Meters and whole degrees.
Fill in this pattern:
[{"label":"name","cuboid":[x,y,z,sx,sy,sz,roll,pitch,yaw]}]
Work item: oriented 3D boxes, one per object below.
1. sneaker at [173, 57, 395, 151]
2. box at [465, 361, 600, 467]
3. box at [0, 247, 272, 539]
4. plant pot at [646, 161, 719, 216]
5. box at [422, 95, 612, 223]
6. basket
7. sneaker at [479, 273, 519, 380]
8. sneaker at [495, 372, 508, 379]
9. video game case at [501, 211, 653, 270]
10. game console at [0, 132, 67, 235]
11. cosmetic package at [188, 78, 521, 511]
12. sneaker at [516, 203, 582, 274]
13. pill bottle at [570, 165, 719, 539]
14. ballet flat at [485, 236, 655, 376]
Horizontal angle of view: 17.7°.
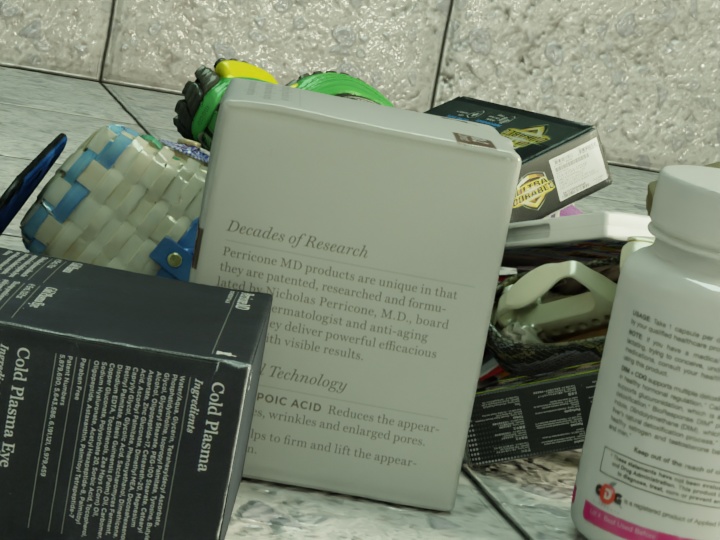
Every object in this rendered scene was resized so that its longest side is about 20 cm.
[{"label":"sneaker","cuboid":[-0.032,-0.080,1.513,0.085,0.078,0.200,42,24,30]},{"label":"box","cuboid":[0.178,0.068,1.384,0.200,0.044,0.160,-12,2,24]},{"label":"box","cuboid":[-0.143,0.060,1.118,0.182,0.104,0.200,9,9,0]},{"label":"plant pot","cuboid":[0.314,0.001,1.812,0.177,0.200,0.200,0,8,5]},{"label":"box","cuboid":[0.057,-0.062,1.607,0.159,0.046,0.200,-26,20,-19]},{"label":"basket","cuboid":[-0.113,-0.001,1.461,0.200,0.139,0.176,42,-7,-8]},{"label":"sneaker","cuboid":[0.052,0.038,1.495,0.200,0.071,0.112,-13,-2,39]},{"label":"sneaker","cuboid":[0.161,0.049,1.650,0.200,0.077,0.078,9,10,-4]},{"label":"video game case","cuboid":[0.148,-0.015,1.439,0.143,0.018,0.200,6,-6,-30]},{"label":"game console","cuboid":[-0.277,-0.022,1.387,0.170,0.119,0.200,6,11,0]},{"label":"cosmetic package","cuboid":[-0.013,0.008,1.294,0.165,0.200,0.165,10,8,-4]},{"label":"sneaker","cuboid":[0.167,0.022,1.591,0.114,0.073,0.201,2,53,-5]},{"label":"pill bottle","cuboid":[0.185,0.052,1.228,0.113,0.200,0.113,10,12,-2]},{"label":"ballet flat","cuboid":[0.151,0.015,1.329,0.200,0.072,0.072,-15,-6,32]}]
